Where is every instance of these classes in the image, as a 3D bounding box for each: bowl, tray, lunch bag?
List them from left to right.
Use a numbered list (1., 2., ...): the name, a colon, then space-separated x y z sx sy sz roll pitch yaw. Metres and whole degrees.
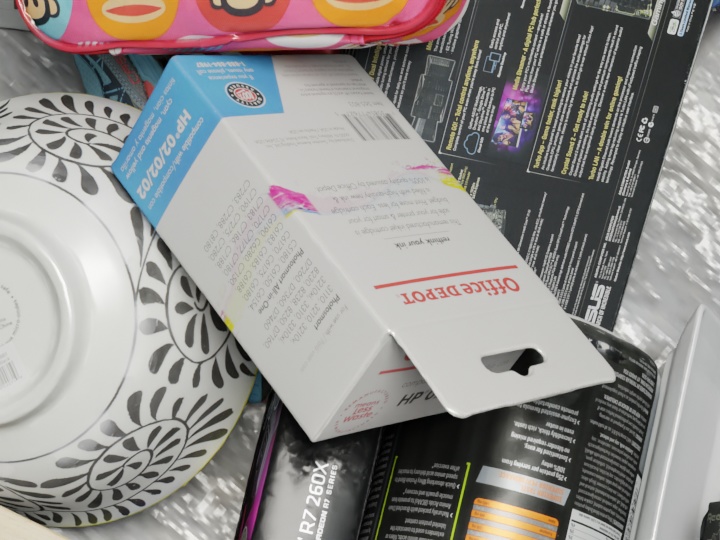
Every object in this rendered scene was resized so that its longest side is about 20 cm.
1. bowl: -0.150 0.020 0.855 0.199 0.094 0.202 0 92 14
2. lunch bag: -0.050 -0.181 0.822 0.199 0.082 0.177 -1 96 14
3. tray: 0.150 0.125 0.927 0.022 0.107 0.201 6 72 29

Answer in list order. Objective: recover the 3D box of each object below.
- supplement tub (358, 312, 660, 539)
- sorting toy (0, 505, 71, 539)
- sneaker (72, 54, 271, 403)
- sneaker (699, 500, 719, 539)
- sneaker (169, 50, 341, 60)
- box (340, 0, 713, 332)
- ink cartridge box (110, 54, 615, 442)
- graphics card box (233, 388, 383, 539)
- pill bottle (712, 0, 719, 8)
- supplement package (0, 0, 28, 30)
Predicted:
1. supplement tub: 0.060 0.124 0.890 0.122 0.123 0.201 17 74 -5
2. sorting toy: -0.251 0.173 0.853 0.199 0.070 0.200 26 73 -1
3. sneaker: -0.112 -0.023 0.922 0.095 0.079 0.201 -18 79 -11
4. sneaker: 0.177 0.153 0.905 0.088 0.075 0.200 49 54 -25
5. sneaker: -0.001 -0.101 0.975 0.199 0.078 0.116 7 87 0
6. box: 0.066 -0.074 0.925 0.159 0.044 0.201 10 107 -11
7. ink cartridge box: 0.000 0.000 0.814 0.115 0.068 0.200 -7 51 -48
8. graphics card box: -0.035 0.142 0.868 0.051 0.126 0.201 15 75 -4
9. pill bottle: 0.198 -0.202 1.003 0.199 0.112 0.113 -23 80 -15
10. supplement package: -0.194 -0.190 0.935 0.199 0.110 0.115 6 75 -8
